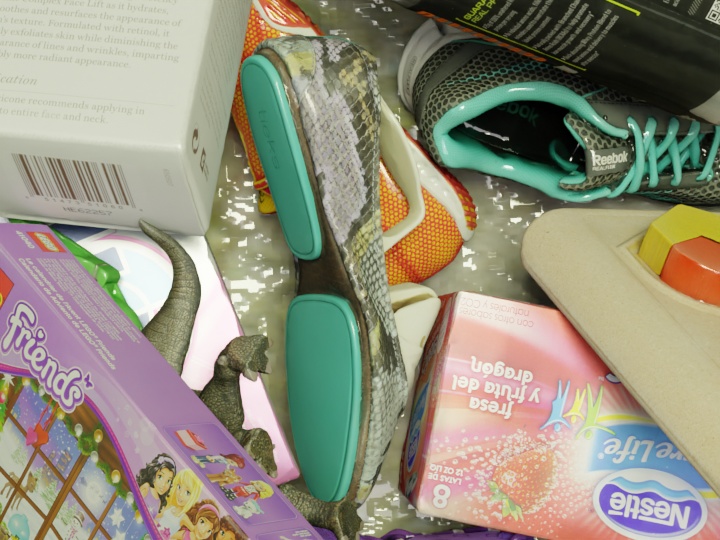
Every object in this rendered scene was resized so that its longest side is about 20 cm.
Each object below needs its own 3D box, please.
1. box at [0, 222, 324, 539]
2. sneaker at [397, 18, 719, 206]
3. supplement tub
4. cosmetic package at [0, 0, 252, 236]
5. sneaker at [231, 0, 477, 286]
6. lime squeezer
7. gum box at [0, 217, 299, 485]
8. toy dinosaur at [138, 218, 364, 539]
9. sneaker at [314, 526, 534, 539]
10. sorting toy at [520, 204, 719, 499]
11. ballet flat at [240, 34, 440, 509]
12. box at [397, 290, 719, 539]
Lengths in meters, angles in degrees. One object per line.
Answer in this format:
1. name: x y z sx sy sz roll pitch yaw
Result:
1. box: -0.107 0.096 0.678 0.200 0.039 0.138 44 115 30
2. sneaker: 0.112 -0.056 0.789 0.197 0.091 0.078 8 118 1
3. supplement tub: 0.084 -0.143 0.706 0.198 0.122 0.124 19 86 -16
4. cosmetic package: -0.096 -0.122 0.730 0.100 0.074 0.202 7 64 7
5. sneaker: -0.035 -0.071 0.801 0.077 0.073 0.200 -41 87 6
6. lime squeezer: -0.130 0.013 0.746 0.070 0.038 0.202 -24 89 27
7. gum box: -0.115 0.018 0.791 0.112 0.066 0.202 -22 89 -5
8. toy dinosaur: -0.065 0.084 0.707 0.102 0.077 0.201 -20 104 32
9. sneaker: 0.039 0.143 0.803 0.198 0.081 0.084 26 69 -8
10. sorting toy: 0.190 0.021 0.733 0.198 0.185 0.037 -4 125 -26
11. ballet flat: 0.000 0.000 0.753 0.071 0.072 0.203 -9 101 -4
12. box: 0.122 0.074 0.786 0.198 0.103 0.096 12 88 -4
